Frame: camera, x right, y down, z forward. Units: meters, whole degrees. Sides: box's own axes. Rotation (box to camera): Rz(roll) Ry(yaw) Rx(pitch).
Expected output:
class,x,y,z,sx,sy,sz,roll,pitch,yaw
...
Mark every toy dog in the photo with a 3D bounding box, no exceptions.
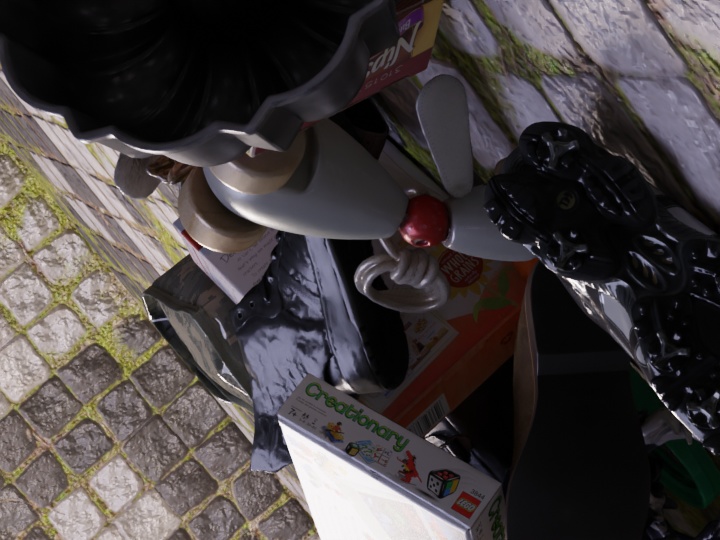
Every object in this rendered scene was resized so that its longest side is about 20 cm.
class,x,y,z,sx,sy,sz,roll,pitch,yaw
toy dog,-0.003,-0.059,1.048,0.199,0.097,0.132,19,150,-36

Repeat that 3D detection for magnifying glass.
class,x,y,z,sx,sy,sz,roll,pitch,yaw
magnifying glass,0.147,0.061,1.181,0.200,0.022,0.080,51,169,-22

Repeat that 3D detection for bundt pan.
class,x,y,z,sx,sy,sz,roll,pitch,yaw
bundt pan,-0.063,-0.134,0.895,0.202,0.202,0.076,43,180,26

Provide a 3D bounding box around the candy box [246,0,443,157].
class,x,y,z,sx,sy,sz,roll,pitch,yaw
candy box,-0.068,-0.154,1.005,0.200,0.116,0.057,44,144,24

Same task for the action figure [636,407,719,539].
class,x,y,z,sx,sy,sz,roll,pitch,yaw
action figure,0.169,0.131,1.104,0.119,0.102,0.201,35,-157,-37

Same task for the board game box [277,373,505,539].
class,x,y,z,sx,sy,sz,roll,pitch,yaw
board game box,0.027,0.145,1.141,0.126,0.035,0.200,29,156,24

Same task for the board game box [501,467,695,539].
class,x,y,z,sx,sy,sz,roll,pitch,yaw
board game box,0.156,0.231,1.236,0.199,0.062,0.200,20,140,10

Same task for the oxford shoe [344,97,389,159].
class,x,y,z,sx,sy,sz,roll,pitch,yaw
oxford shoe,-0.047,-0.138,1.197,0.200,0.071,0.073,54,137,10

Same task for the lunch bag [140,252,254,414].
class,x,y,z,sx,sy,sz,roll,pitch,yaw
lunch bag,-0.052,0.009,1.404,0.118,0.164,0.200,54,169,-17

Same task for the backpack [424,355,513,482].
class,x,y,z,sx,sy,sz,roll,pitch,yaw
backpack,0.065,0.101,1.371,0.163,0.154,0.200,45,148,-16

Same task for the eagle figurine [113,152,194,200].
class,x,y,z,sx,sy,sz,roll,pitch,yaw
eagle figurine,-0.123,-0.147,1.126,0.200,0.151,0.152,48,177,2

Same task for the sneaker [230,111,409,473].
class,x,y,z,sx,sy,sz,roll,pitch,yaw
sneaker,-0.036,0.010,1.158,0.104,0.060,0.201,-11,96,35

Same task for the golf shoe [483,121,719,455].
class,x,y,z,sx,sy,sz,roll,pitch,yaw
golf shoe,0.145,0.013,0.917,0.200,0.078,0.094,48,-173,13

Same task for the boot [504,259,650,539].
class,x,y,z,sx,sy,sz,roll,pitch,yaw
boot,0.107,0.091,1.071,0.073,0.201,0.075,5,169,-8

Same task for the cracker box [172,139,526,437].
class,x,y,z,sx,sy,sz,roll,pitch,yaw
cracker box,0.000,0.000,1.247,0.200,0.134,0.058,44,170,26
